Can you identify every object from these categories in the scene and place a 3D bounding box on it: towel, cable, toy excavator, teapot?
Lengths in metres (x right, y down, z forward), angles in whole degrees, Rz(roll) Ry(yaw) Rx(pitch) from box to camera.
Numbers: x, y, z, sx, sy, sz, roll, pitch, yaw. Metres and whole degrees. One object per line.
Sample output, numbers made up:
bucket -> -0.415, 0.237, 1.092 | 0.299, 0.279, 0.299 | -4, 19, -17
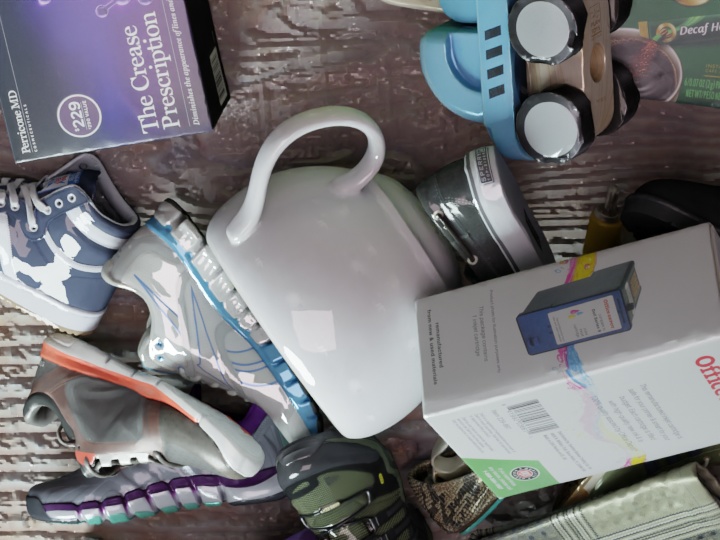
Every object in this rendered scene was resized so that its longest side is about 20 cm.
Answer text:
towel -> 0.201, 0.219, 1.778 | 0.199, 0.035, 0.193 | -21, 122, 31
cable -> 0.169, 0.034, 1.757 | 0.097, 0.050, 0.200 | 22, 123, -13
toy excavator -> 0.065, -0.168, 1.635 | 0.199, 0.100, 0.196 | 4, 109, 27
teapot -> 0.000, 0.000, 1.680 | 0.146, 0.200, 0.198 | -36, 87, 0

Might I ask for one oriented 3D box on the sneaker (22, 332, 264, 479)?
sneaker -> -0.151, 0.113, 1.744 | 0.199, 0.077, 0.082 | 24, 84, 36

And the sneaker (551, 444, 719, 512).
sneaker -> 0.222, 0.116, 1.757 | 0.090, 0.067, 0.201 | 34, 107, -3

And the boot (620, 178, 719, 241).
boot -> 0.278, -0.062, 1.641 | 0.197, 0.073, 0.163 | 25, 78, -11

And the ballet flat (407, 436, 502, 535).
ballet flat -> 0.105, 0.112, 1.748 | 0.075, 0.068, 0.200 | 44, 125, -12

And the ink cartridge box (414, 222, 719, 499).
ink cartridge box -> 0.152, 0.060, 1.608 | 0.199, 0.088, 0.145 | -14, 149, 18

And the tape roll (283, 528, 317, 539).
tape roll -> -0.020, 0.282, 1.771 | 0.065, 0.200, 0.201 | -27, 106, 13

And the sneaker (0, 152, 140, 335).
sneaker -> -0.246, -0.045, 1.736 | 0.199, 0.070, 0.109 | 27, 115, -13

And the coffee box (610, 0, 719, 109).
coffee box -> 0.214, -0.208, 1.650 | 0.122, 0.044, 0.201 | 7, 111, 2

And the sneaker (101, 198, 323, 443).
sneaker -> -0.103, 0.053, 1.739 | 0.087, 0.075, 0.200 | -37, 99, -2

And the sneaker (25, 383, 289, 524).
sneaker -> -0.141, 0.127, 1.804 | 0.199, 0.074, 0.088 | -8, 91, 1

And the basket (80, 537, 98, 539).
basket -> -0.156, 0.331, 1.803 | 0.160, 0.200, 0.199 | 14, 112, -3

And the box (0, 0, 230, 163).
box -> -0.178, -0.185, 1.677 | 0.140, 0.079, 0.201 | -8, 110, 11

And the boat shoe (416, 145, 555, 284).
boat shoe -> 0.093, -0.004, 1.662 | 0.056, 0.069, 0.200 | -19, 134, 11

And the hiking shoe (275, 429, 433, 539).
hiking shoe -> 0.007, 0.185, 1.748 | 0.075, 0.101, 0.200 | -26, 138, 13
